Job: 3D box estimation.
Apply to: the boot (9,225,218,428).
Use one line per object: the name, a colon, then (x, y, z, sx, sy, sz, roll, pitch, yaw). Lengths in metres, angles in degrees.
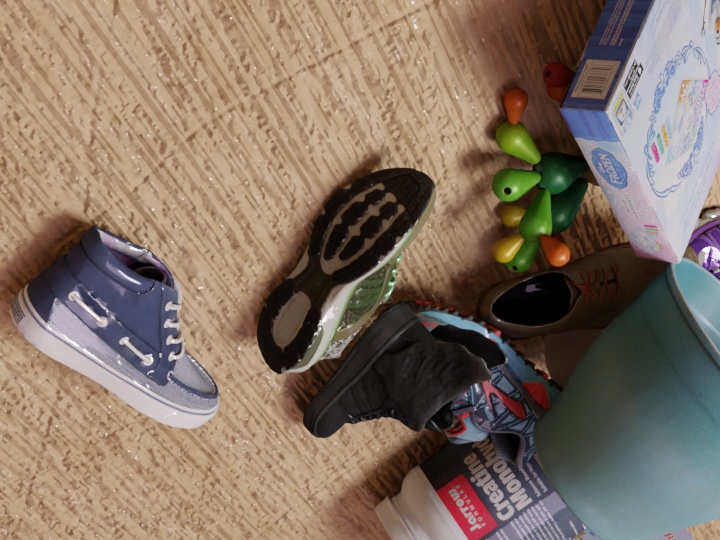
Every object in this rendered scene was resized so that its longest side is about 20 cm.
boot: (-0.153, 0.046, 0.973, 0.090, 0.073, 0.200, -41, 137, 13)

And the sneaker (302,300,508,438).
sneaker: (0.032, 0.103, 1.092, 0.060, 0.104, 0.200, -30, 160, -50)

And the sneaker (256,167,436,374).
sneaker: (0.000, 0.000, 1.048, 0.088, 0.077, 0.200, 9, 128, -51)

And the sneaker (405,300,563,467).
sneaker: (0.099, 0.103, 1.140, 0.200, 0.079, 0.096, 38, 76, -26)

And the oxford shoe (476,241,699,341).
oxford shoe: (0.200, 0.020, 1.137, 0.199, 0.071, 0.075, -18, 176, 1)

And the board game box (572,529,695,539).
board game box: (0.234, 0.284, 1.340, 0.199, 0.200, 0.041, -13, 134, -22)

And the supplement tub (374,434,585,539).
supplement tub: (0.129, 0.219, 1.259, 0.200, 0.140, 0.141, -35, 137, -2)

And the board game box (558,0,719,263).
board game box: (0.235, -0.143, 1.011, 0.199, 0.043, 0.201, 50, 60, -47)

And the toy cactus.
toy cactus: (0.179, -0.084, 1.075, 0.164, 0.102, 0.201, -15, 125, -35)

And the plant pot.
plant pot: (0.251, 0.124, 1.085, 0.188, 0.201, 0.200, -42, 138, 22)

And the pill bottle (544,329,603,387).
pill bottle: (0.276, 0.087, 1.265, 0.199, 0.106, 0.106, 16, 117, -41)

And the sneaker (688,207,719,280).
sneaker: (0.369, -0.019, 1.248, 0.199, 0.084, 0.081, -28, 136, -8)
